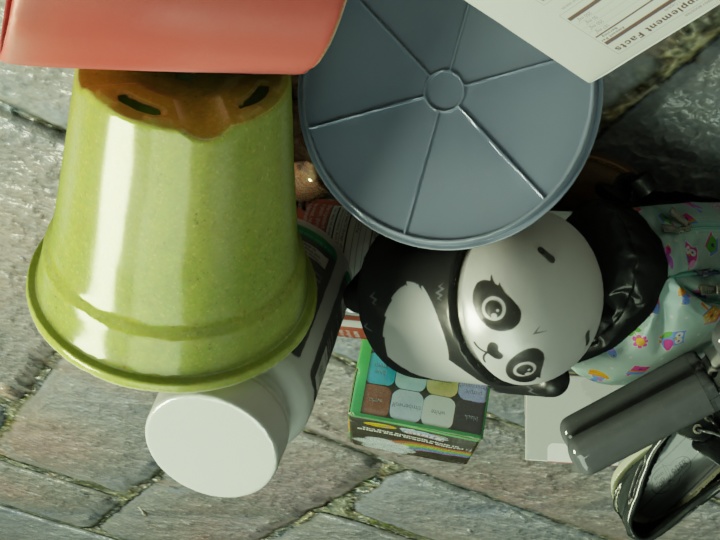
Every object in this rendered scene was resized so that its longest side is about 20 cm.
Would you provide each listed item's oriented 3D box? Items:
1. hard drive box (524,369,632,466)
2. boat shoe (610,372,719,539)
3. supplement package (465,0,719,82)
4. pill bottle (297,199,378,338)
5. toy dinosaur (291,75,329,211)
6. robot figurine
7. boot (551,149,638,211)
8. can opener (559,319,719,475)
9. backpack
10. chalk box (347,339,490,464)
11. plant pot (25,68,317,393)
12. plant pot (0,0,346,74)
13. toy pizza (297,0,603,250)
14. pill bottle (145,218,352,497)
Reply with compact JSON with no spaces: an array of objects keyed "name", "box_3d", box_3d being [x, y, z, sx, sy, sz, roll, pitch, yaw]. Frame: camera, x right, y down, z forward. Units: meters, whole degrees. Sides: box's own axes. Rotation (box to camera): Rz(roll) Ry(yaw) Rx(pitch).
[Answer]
[{"name":"hard drive box","box_3d":[0.231,0.107,1.167,0.154,0.078,0.200,2,-172,15]},{"name":"boat shoe","box_3d":[0.261,0.133,1.011,0.074,0.066,0.199,38,119,-10]},{"name":"supplement package","box_3d":[0.094,-0.211,0.720,0.199,0.115,0.109,28,146,-27]},{"name":"pill bottle","box_3d":[0.000,0.000,1.115,0.198,0.113,0.112,5,151,10]},{"name":"toy dinosaur","box_3d":[-0.080,-0.106,1.009,0.199,0.086,0.135,27,155,-16]},{"name":"robot figurine","box_3d":[0.076,0.019,0.945,0.149,0.126,0.199,11,173,-39]},{"name":"boot","box_3d":[0.115,-0.055,1.032,0.198,0.076,0.074,4,146,8]},{"name":"can opener","box_3d":[0.228,0.070,0.953,0.199,0.053,0.067,-29,115,9]},{"name":"backpack","box_3d":[0.225,0.014,1.018,0.199,0.128,0.167,0,155,-35]},{"name":"chalk box","box_3d":[0.058,0.093,1.225,0.124,0.125,0.200,11,163,2]},{"name":"plant pot","box_3d":[-0.117,-0.057,0.864,0.198,0.201,0.185,10,131,1]},{"name":"plant pot","box_3d":[-0.101,-0.196,0.754,0.176,0.202,0.201,9,153,-18]},{"name":"toy pizza","box_3d":[0.057,-0.114,0.860,0.198,0.202,0.032,3,-176,15]},{"name":"pill bottle","box_3d":[-0.079,0.058,0.969,0.112,0.201,0.114,7,128,10]}]
